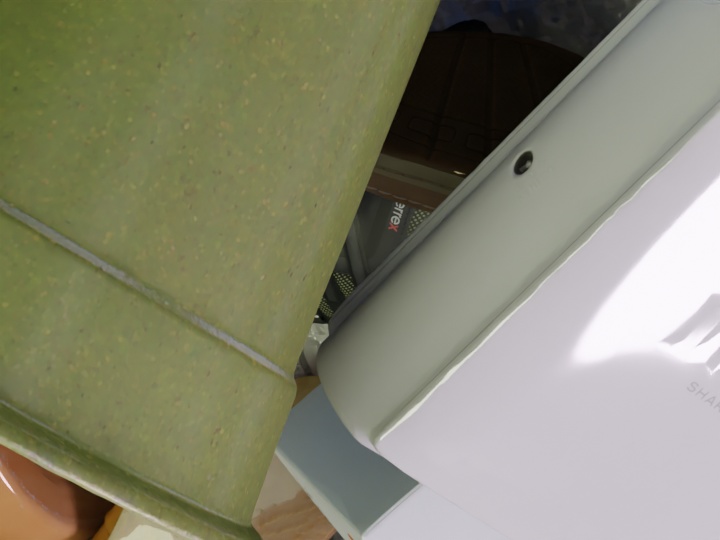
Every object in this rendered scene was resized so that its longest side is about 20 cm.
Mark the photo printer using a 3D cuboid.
[{"bbox_3d":[0.111,0.001,0.644,0.200,0.069,0.166,-45,126,16],"label":"photo printer"}]

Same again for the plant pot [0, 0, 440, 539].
[{"bbox_3d":[-0.066,-0.054,0.609,0.200,0.190,0.200,30,176,2],"label":"plant pot"}]

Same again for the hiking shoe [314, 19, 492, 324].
[{"bbox_3d":[0.000,0.000,0.827,0.101,0.076,0.200,51,132,1],"label":"hiking shoe"}]

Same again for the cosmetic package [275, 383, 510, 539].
[{"bbox_3d":[0.059,0.130,0.785,0.200,0.052,0.151,51,172,-14],"label":"cosmetic package"}]

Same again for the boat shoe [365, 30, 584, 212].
[{"bbox_3d":[0.075,-0.023,0.730,0.200,0.071,0.065,13,136,-1],"label":"boat shoe"}]

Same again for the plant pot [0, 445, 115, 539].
[{"bbox_3d":[-0.181,0.054,0.924,0.140,0.200,0.200,-16,108,21],"label":"plant pot"}]

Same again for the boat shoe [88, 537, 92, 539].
[{"bbox_3d":[-0.160,0.163,1.043,0.060,0.072,0.202,42,136,0],"label":"boat shoe"}]

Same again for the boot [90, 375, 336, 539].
[{"bbox_3d":[-0.081,0.129,0.923,0.071,0.201,0.144,47,157,8],"label":"boot"}]
